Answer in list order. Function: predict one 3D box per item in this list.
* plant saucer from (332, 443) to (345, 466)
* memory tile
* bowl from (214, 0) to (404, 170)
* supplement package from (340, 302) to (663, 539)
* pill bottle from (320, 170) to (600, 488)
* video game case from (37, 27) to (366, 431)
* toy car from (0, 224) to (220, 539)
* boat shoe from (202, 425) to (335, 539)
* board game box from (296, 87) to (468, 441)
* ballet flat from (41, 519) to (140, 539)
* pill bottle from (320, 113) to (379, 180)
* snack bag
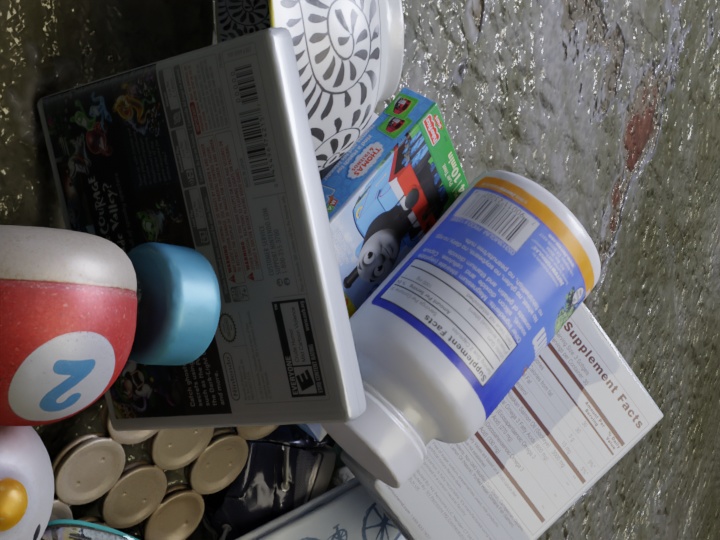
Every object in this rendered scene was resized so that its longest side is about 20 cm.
[{"bbox_3d":[0.012,0.082,0.987,0.199,0.027,0.204,-28,124,-50],"label":"plant saucer"},{"bbox_3d":[-0.138,0.129,0.732,0.201,0.017,0.153,-50,142,-5],"label":"memory tile"},{"bbox_3d":[-0.029,-0.145,0.664,0.092,0.201,0.204,-6,113,-14],"label":"bowl"},{"bbox_3d":[0.102,0.123,0.819,0.199,0.117,0.118,-41,98,-10],"label":"supplement package"},{"bbox_3d":[0.059,0.040,0.722,0.200,0.111,0.113,-48,140,-15],"label":"pill bottle"},{"bbox_3d":[-0.092,-0.013,0.604,0.023,0.179,0.204,-21,102,-55],"label":"video game case"},{"bbox_3d":[-0.184,0.083,0.526,0.183,0.175,0.204,6,84,-47],"label":"toy car"},{"bbox_3d":[-0.093,0.211,0.855,0.092,0.074,0.204,14,93,-38],"label":"boat shoe"},{"bbox_3d":[0.000,0.000,0.750,0.200,0.036,0.152,-48,142,-14],"label":"board game box"},{"bbox_3d":[-0.130,0.223,0.706,0.200,0.071,0.073,37,71,-39],"label":"ballet flat"},{"bbox_3d":[-0.005,-0.052,0.832,0.200,0.109,0.112,46,64,-52],"label":"pill bottle"},{"bbox_3d":[-0.022,0.268,0.872,0.187,0.021,0.204,-22,116,-38],"label":"snack bag"}]
